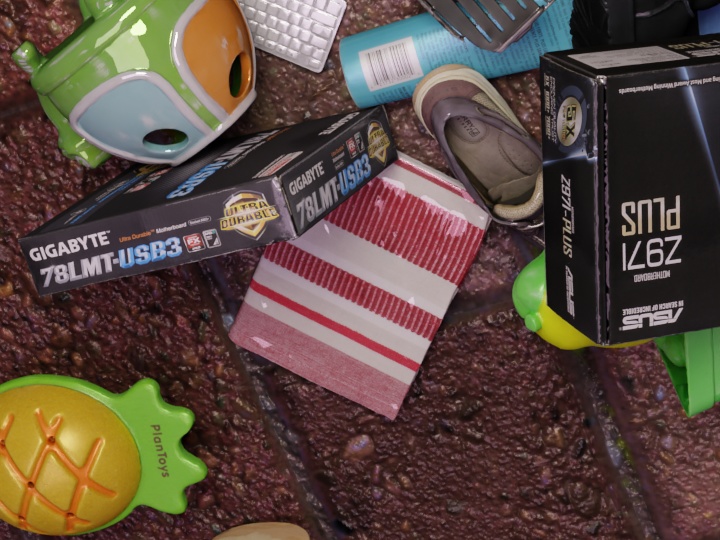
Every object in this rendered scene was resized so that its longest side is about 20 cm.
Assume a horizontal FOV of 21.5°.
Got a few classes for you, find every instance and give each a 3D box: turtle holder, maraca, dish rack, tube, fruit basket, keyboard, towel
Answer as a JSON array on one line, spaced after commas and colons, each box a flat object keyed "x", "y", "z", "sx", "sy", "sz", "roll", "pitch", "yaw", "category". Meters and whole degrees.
[{"x": -0.156, "y": -0.132, "z": 1.295, "sx": 0.185, "sy": 0.141, "sz": 0.132, "roll": -38, "pitch": 103, "yaw": 16, "category": "turtle holder"}, {"x": -0.217, "y": 0.142, "z": 1.473, "sx": 0.200, "sy": 0.107, "sz": 0.137, "roll": -6, "pitch": 113, "yaw": 16, "category": "maraca"}, {"x": 0.101, "y": -0.245, "z": 1.201, "sx": 0.200, "sy": 0.055, "sz": 0.153, "roll": -44, "pitch": 70, "yaw": 17, "category": "dish rack"}, {"x": 0.086, "y": -0.159, "z": 1.292, "sx": 0.200, "sy": 0.050, "sz": 0.077, "roll": -13, "pitch": 131, "yaw": 15, "category": "tube"}, {"x": 0.195, "y": -0.008, "z": 1.273, "sx": 0.215, "sy": 0.156, "sz": 0.216, "roll": -1, "pitch": 114, "yaw": -2, "category": "fruit basket"}, {"x": -0.110, "y": -0.202, "z": 1.337, "sx": 0.200, "sy": 0.011, "sz": 0.056, "roll": 23, "pitch": 118, "yaw": 2, "category": "keyboard"}, {"x": 0.000, "y": 0.000, "z": 1.403, "sx": 0.144, "sy": 0.023, "sz": 0.200, "roll": 26, "pitch": 117, "yaw": 3, "category": "towel"}]

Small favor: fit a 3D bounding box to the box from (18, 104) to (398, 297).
[{"x": -0.098, "y": -0.051, "z": 1.290, "sx": 0.198, "sy": 0.200, "sz": 0.050, "roll": -13, "pitch": 104, "yaw": 25, "category": "box"}]

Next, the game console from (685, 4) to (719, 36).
[{"x": 0.275, "y": -0.210, "z": 1.230, "sx": 0.200, "sy": 0.031, "sz": 0.177, "roll": -3, "pitch": 114, "yaw": 14, "category": "game console"}]

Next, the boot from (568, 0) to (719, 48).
[{"x": 0.215, "y": -0.180, "z": 1.191, "sx": 0.162, "sy": 0.073, "sz": 0.198, "roll": -26, "pitch": 151, "yaw": -5, "category": "boot"}]

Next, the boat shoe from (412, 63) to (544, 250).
[{"x": 0.111, "y": -0.058, "z": 1.304, "sx": 0.072, "sy": 0.065, "sz": 0.200, "roll": -35, "pitch": 119, "yaw": 21, "category": "boat shoe"}]

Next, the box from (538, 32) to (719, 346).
[{"x": 0.216, "y": -0.056, "z": 1.146, "sx": 0.200, "sy": 0.086, "sz": 0.164, "roll": -8, "pitch": 108, "yaw": -16, "category": "box"}]

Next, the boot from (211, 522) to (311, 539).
[{"x": -0.096, "y": 0.289, "z": 1.544, "sx": 0.201, "sy": 0.071, "sz": 0.144, "roll": -21, "pitch": 115, "yaw": 25, "category": "boot"}]
